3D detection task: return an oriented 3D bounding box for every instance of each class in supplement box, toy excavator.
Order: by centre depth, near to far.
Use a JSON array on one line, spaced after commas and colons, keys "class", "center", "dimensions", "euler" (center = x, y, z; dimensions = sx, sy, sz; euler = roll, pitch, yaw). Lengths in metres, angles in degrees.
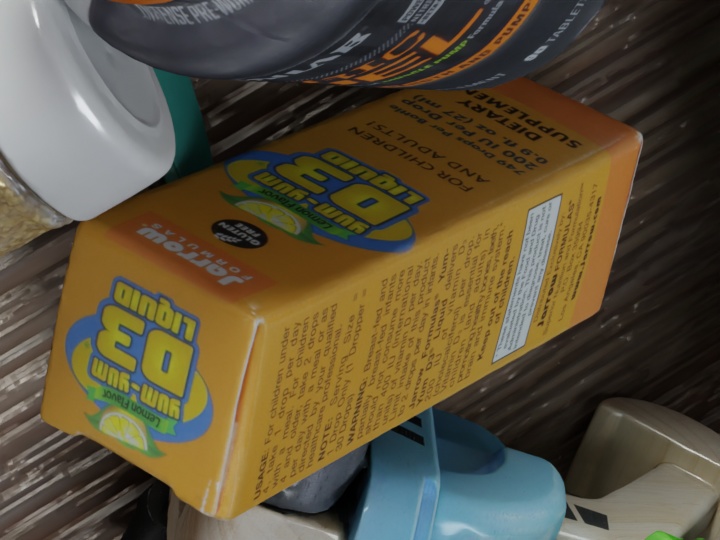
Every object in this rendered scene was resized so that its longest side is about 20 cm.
[{"class": "supplement box", "center": [0.000, 0.000, 0.844], "dimensions": [0.200, 0.067, 0.069], "euler": [-28, 138, -50]}, {"class": "toy excavator", "center": [0.034, 0.080, 0.938], "dimensions": [0.200, 0.194, 0.100], "euler": [20, 110, -9]}]

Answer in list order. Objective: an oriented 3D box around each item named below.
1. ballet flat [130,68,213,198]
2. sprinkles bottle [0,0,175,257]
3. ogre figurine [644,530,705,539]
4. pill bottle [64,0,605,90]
[{"class": "ballet flat", "center": [-0.089, -0.079, 0.806], "dimensions": [0.063, 0.069, 0.200], "euler": [-9, 127, 8]}, {"class": "sprinkles bottle", "center": [-0.146, -0.008, 0.763], "dimensions": [0.200, 0.068, 0.068], "euler": [-29, 134, 14]}, {"class": "ogre figurine", "center": [0.135, 0.132, 0.954], "dimensions": [0.200, 0.098, 0.120], "euler": [-23, 152, 25]}, {"class": "pill bottle", "center": [-0.014, -0.099, 0.745], "dimensions": [0.106, 0.106, 0.200], "euler": [-61, 158, 16]}]
